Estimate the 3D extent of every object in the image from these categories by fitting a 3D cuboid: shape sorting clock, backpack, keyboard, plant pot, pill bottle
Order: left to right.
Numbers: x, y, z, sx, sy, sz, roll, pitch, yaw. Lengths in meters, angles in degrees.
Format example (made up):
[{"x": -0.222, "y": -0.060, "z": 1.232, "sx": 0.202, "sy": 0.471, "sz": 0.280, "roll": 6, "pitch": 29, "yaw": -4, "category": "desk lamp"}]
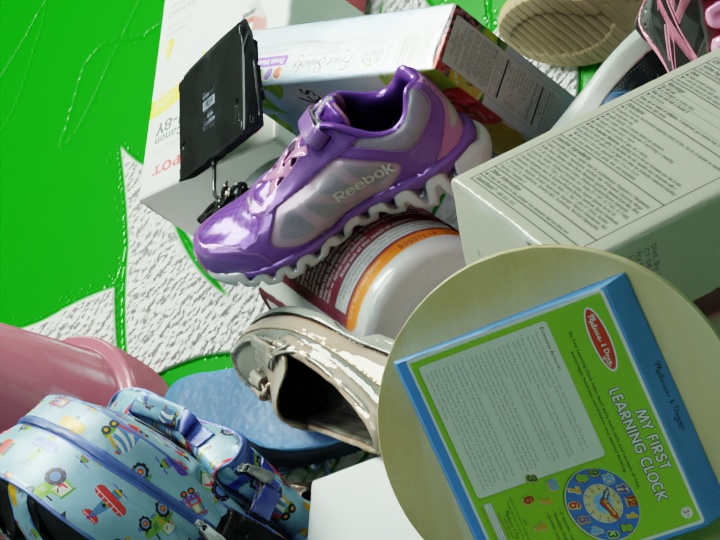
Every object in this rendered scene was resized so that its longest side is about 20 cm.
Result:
[{"x": -0.256, "y": 0.120, "z": 1.790, "sx": 0.199, "sy": 0.179, "sz": 0.201, "roll": -27, "pitch": 47, "yaw": 32, "category": "plant pot"}, {"x": -0.136, "y": 0.142, "z": 1.523, "sx": 0.135, "sy": 0.200, "sz": 0.182, "roll": -55, "pitch": 32, "yaw": -13, "category": "backpack"}, {"x": -0.093, "y": -0.087, "z": 1.684, "sx": 0.200, "sy": 0.020, "sz": 0.128, "roll": 156, "pitch": 114, "yaw": -73, "category": "keyboard"}, {"x": 0.000, "y": 0.000, "z": 1.650, "sx": 0.115, "sy": 0.114, "sz": 0.200, "roll": -56, "pitch": 39, "yaw": 1, "category": "pill bottle"}, {"x": 0.106, "y": 0.083, "z": 1.323, "sx": 0.200, "sy": 0.201, "sz": 0.039, "roll": -35, "pitch": 3, "yaw": 25, "category": "shape sorting clock"}]

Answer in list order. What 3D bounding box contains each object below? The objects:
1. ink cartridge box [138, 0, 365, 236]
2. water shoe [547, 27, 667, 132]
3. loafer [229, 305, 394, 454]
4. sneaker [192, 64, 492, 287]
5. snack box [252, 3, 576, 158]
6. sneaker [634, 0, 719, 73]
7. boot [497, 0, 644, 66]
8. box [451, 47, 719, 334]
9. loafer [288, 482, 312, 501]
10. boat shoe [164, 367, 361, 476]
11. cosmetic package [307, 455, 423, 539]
[{"x": -0.077, "y": -0.137, "z": 1.849, "sx": 0.145, "sy": 0.083, "sz": 0.201, "roll": -22, "pitch": 51, "yaw": 37, "category": "ink cartridge box"}, {"x": 0.159, "y": -0.074, "z": 1.578, "sx": 0.079, "sy": 0.072, "sz": 0.200, "roll": 39, "pitch": 75, "yaw": 9, "category": "water shoe"}, {"x": -0.026, "y": 0.070, "z": 1.544, "sx": 0.063, "sy": 0.072, "sz": 0.199, "roll": -36, "pitch": 27, "yaw": -29, "category": "loafer"}, {"x": -0.022, "y": -0.065, "z": 1.570, "sx": 0.199, "sy": 0.089, "sz": 0.081, "roll": -26, "pitch": 38, "yaw": 8, "category": "sneaker"}, {"x": 0.031, "y": -0.113, "z": 1.669, "sx": 0.199, "sy": 0.142, "sz": 0.053, "roll": 0, "pitch": 63, "yaw": 47, "category": "snack box"}, {"x": 0.197, "y": -0.173, "z": 1.519, "sx": 0.095, "sy": 0.079, "sz": 0.202, "roll": -7, "pitch": 98, "yaw": 45, "category": "sneaker"}, {"x": 0.186, "y": -0.226, "z": 1.660, "sx": 0.199, "sy": 0.072, "sz": 0.167, "roll": -21, "pitch": 34, "yaw": 51, "category": "boot"}, {"x": 0.170, "y": -0.024, "z": 1.413, "sx": 0.199, "sy": 0.110, "sz": 0.128, "roll": -26, "pitch": 36, "yaw": -19, "category": "box"}, {"x": -0.048, "y": 0.212, "z": 1.587, "sx": 0.071, "sy": 0.073, "sz": 0.201, "roll": -30, "pitch": 46, "yaw": 32, "category": "loafer"}, {"x": -0.051, "y": 0.097, "z": 1.678, "sx": 0.199, "sy": 0.069, "sz": 0.085, "roll": 4, "pitch": 63, "yaw": 50, "category": "boat shoe"}, {"x": 0.075, "y": 0.149, "z": 1.472, "sx": 0.199, "sy": 0.113, "sz": 0.082, "roll": -26, "pitch": 47, "yaw": 35, "category": "cosmetic package"}]
